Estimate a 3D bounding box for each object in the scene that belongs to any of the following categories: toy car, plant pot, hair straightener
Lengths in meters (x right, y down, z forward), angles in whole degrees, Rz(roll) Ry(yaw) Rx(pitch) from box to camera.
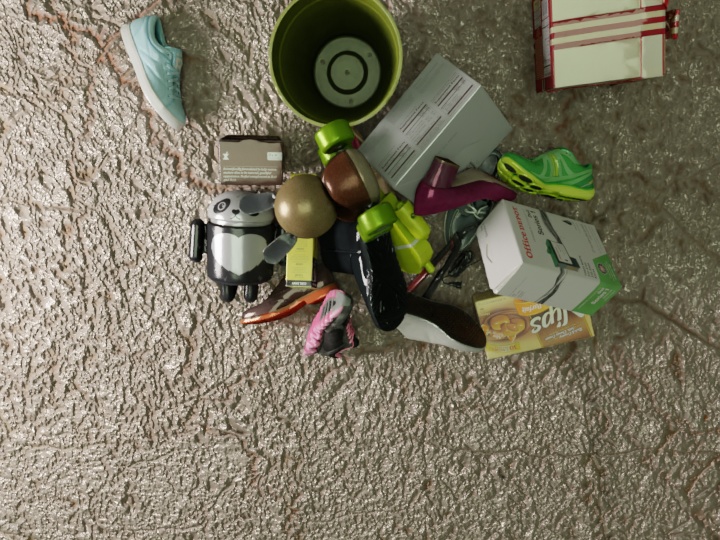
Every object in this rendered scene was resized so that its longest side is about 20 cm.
[{"bbox_3d":[-0.071,-0.096,0.869,0.199,0.158,0.165,-28,87,-3],"label":"toy car"},{"bbox_3d":[-0.029,-0.332,0.949,0.199,0.193,0.202,1,102,5],"label":"plant pot"},{"bbox_3d":[0.163,-0.003,1.064,0.077,0.041,0.200,35,115,-4],"label":"hair straightener"}]

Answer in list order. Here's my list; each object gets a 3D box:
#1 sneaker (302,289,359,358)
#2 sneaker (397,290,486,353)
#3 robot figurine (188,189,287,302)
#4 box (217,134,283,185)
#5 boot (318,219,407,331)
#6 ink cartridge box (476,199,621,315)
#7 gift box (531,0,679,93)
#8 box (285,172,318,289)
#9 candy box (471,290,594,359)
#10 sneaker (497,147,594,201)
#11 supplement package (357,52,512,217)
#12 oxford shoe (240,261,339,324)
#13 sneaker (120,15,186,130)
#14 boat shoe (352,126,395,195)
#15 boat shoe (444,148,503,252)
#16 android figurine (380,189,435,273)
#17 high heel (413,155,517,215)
[{"bbox_3d":[-0.039,0.106,1.076,0.095,0.079,0.200,22,144,-8],"label":"sneaker"},{"bbox_3d":[0.132,0.102,1.075,0.199,0.073,0.085,26,143,0],"label":"sneaker"},{"bbox_3d":[-0.218,-0.045,1.060,0.124,0.150,0.202,15,107,42],"label":"robot figurine"},{"bbox_3d":[-0.181,-0.189,0.981,0.099,0.200,0.076,0,103,-9],"label":"box"},{"bbox_3d":[0.000,0.000,1.036,0.076,0.168,0.202,-18,102,-28],"label":"boot"},{"bbox_3d":[0.308,-0.021,0.969,0.199,0.147,0.084,12,137,-21],"label":"ink cartridge box"},{"bbox_3d":[0.378,-0.387,0.911,0.185,0.185,0.201,-4,108,7],"label":"gift box"},{"bbox_3d":[-0.102,-0.068,1.048,0.050,0.075,0.202,1,85,3],"label":"box"},{"bbox_3d":[0.318,0.083,1.081,0.199,0.055,0.116,-14,101,7],"label":"candy box"},{"bbox_3d":[0.319,-0.174,1.008,0.199,0.074,0.084,10,85,-24],"label":"sneaker"},{"bbox_3d":[0.124,-0.217,0.967,0.200,0.155,0.111,-48,58,12],"label":"supplement package"},{"bbox_3d":[-0.142,0.047,1.113,0.199,0.071,0.073,-22,82,2],"label":"oxford shoe"},{"bbox_3d":[-0.347,-0.353,1.031,0.081,0.074,0.201,-22,100,12],"label":"sneaker"},{"bbox_3d":[-0.005,-0.186,1.042,0.074,0.069,0.201,-34,98,11],"label":"boat shoe"},{"bbox_3d":[0.202,-0.124,1.043,0.072,0.062,0.201,21,103,0],"label":"boat shoe"},{"bbox_3d":[0.055,-0.070,1.012,0.041,0.182,0.200,-44,103,-20],"label":"android figurine"},{"bbox_3d":[0.172,-0.120,0.960,0.199,0.067,0.097,12,113,-32],"label":"high heel"}]
